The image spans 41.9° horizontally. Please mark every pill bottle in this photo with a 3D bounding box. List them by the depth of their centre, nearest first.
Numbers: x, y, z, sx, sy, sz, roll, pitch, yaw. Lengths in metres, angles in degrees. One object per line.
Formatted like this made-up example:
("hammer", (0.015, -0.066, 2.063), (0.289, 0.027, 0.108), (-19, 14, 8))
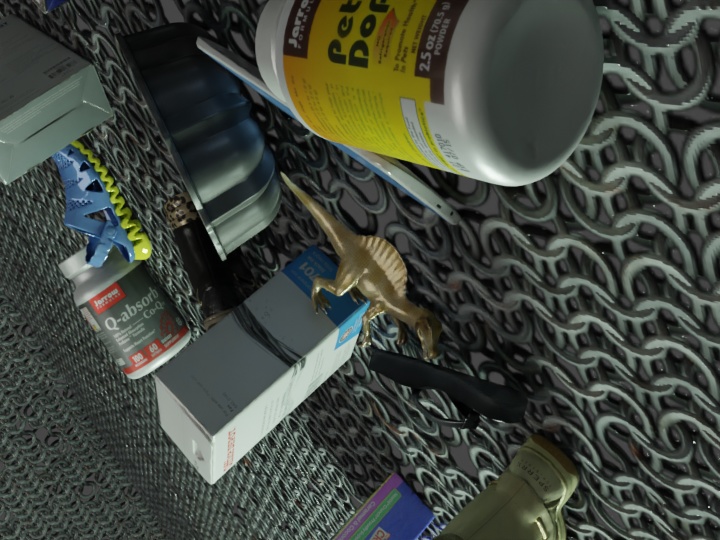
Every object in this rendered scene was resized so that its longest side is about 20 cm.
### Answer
("pill bottle", (0.026, -0.118, 0.522), (0.199, 0.109, 0.110), (22, 142, 47))
("pill bottle", (-0.350, 0.048, 1.388), (0.201, 0.116, 0.115), (57, 155, -11))

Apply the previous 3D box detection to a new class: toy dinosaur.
("toy dinosaur", (0.000, 0.000, 0.815), (0.200, 0.058, 0.101), (47, 139, 8))

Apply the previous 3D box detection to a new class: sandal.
("sandal", (0.071, 0.104, 0.785), (0.075, 0.043, 0.200), (16, 177, -24))
("sandal", (-0.368, -0.085, 1.281), (0.202, 0.087, 0.079), (60, 156, -12))

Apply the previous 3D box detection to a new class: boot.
("boot", (0.110, 0.244, 0.804), (0.073, 0.155, 0.201), (39, 152, 25))
("boot", (-0.152, -0.007, 1.016), (0.200, 0.072, 0.152), (-11, -99, -87))

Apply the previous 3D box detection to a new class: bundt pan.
("bundt pan", (-0.126, -0.117, 0.782), (0.204, 0.075, 0.202), (62, 172, 14))

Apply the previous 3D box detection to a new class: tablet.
("tablet", (-0.022, -0.101, 0.674), (0.199, 0.014, 0.130), (38, -175, 30))

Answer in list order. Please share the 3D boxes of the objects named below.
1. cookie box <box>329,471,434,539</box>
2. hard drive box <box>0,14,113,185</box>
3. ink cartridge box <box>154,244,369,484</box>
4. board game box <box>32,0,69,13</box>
("cookie box", (-0.009, 0.350, 1.137), (0.075, 0.171, 0.200), (43, 154, 9))
("hard drive box", (-0.417, -0.210, 1.116), (0.199, 0.155, 0.077), (34, 152, 35))
("ink cartridge box", (-0.094, 0.091, 0.900), (0.086, 0.199, 0.147), (44, 154, 14))
("board game box", (-0.290, -0.350, 0.776), (0.200, 0.097, 0.160), (46, 155, 13))
